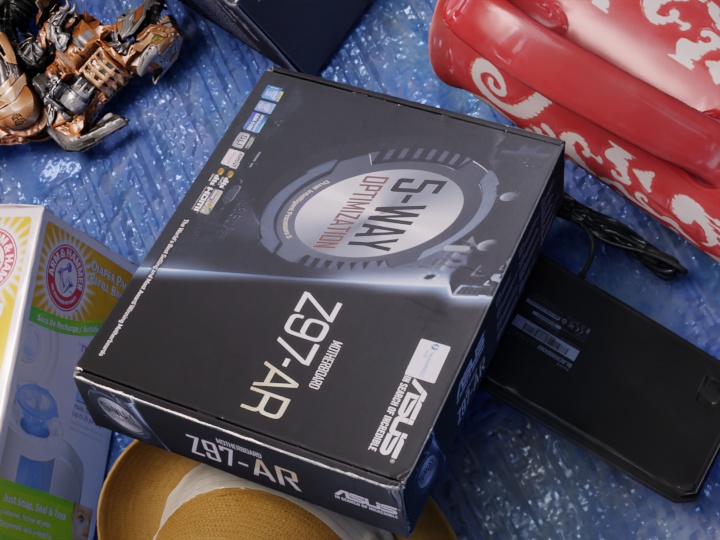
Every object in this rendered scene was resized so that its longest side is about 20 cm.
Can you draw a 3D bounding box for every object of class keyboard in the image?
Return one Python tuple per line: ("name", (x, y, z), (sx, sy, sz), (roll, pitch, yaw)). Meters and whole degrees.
("keyboard", (0.101, 0.017, 0.722), (0.200, 0.021, 0.127), (32, 66, 6))

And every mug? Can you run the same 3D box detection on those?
("mug", (0.135, -0.085, 0.712), (0.177, 0.134, 0.200), (-32, 61, -32))

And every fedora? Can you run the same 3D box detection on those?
("fedora", (-0.045, 0.162, 0.681), (0.200, 0.082, 0.201), (6, 118, 12))

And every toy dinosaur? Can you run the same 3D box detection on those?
("toy dinosaur", (-0.213, -0.129, 0.911), (0.200, 0.102, 0.136), (-22, 80, -9))

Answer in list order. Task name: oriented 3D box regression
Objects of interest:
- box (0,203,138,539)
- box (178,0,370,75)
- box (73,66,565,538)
("box", (-0.209, 0.073, 0.822), (0.101, 0.112, 0.200), (0, 71, 23))
("box", (-0.055, -0.249, 0.874), (0.182, 0.104, 0.200), (36, 89, 31))
("box", (-0.013, 0.005, 0.670), (0.160, 0.044, 0.200), (17, 57, 19))
